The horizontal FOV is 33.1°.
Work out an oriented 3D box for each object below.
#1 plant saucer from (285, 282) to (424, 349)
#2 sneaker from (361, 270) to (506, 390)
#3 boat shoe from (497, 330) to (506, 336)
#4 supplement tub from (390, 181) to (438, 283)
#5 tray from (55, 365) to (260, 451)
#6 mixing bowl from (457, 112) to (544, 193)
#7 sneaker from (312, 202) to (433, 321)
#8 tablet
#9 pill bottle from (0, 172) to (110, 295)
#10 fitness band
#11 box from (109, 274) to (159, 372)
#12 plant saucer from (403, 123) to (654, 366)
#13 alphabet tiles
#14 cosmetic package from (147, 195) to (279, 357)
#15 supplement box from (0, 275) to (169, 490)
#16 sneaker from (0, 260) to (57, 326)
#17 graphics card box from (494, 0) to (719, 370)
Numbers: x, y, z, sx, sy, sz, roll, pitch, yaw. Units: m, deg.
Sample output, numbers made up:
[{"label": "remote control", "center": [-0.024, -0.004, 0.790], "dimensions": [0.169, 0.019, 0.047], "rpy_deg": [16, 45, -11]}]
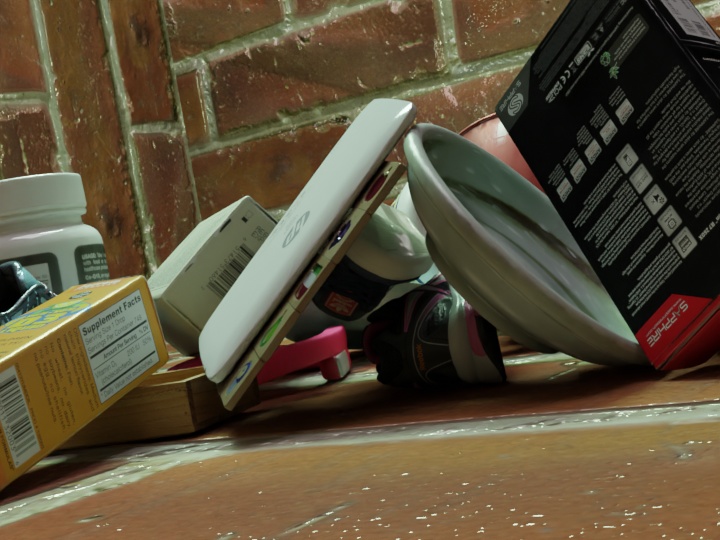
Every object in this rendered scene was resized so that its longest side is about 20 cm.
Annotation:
[{"label": "plant saucer", "center": [-0.007, 0.045, 1.100], "dimensions": [0.200, 0.039, 0.201], "rpy_deg": [1, -13, 0]}, {"label": "sneaker", "center": [0.043, 0.035, 0.808], "dimensions": [0.086, 0.081, 0.200], "rpy_deg": [-11, 0, 4]}, {"label": "boat shoe", "center": [0.168, 0.020, 0.903], "dimensions": [0.199, 0.071, 0.063], "rpy_deg": [1, 42, 16]}, {"label": "supplement tub", "center": [0.088, -0.021, 1.205], "dimensions": [0.145, 0.145, 0.200], "rpy_deg": [-10, -12, -14]}, {"label": "tray", "center": [-0.179, 0.097, 0.824], "dimensions": [0.199, 0.037, 0.099], "rpy_deg": [-9, 1, 21]}, {"label": "mixing bowl", "center": [0.148, -0.024, 0.995], "dimensions": [0.200, 0.200, 0.109], "rpy_deg": [-10, 43, 31]}, {"label": "sneaker", "center": [0.000, 0.000, 0.828], "dimensions": [0.075, 0.085, 0.200], "rpy_deg": [28, 8, -4]}, {"label": "tablet", "center": [-0.038, -0.025, 0.759], "dimensions": [0.200, 0.014, 0.130], "rpy_deg": [-54, 13, 1]}, {"label": "pill bottle", "center": [-0.265, 0.025, 1.017], "dimensions": [0.114, 0.201, 0.114], "rpy_deg": [-10, 1, 0]}, {"label": "fitness band", "center": [-0.081, 0.076, 0.984], "dimensions": [0.143, 0.038, 0.200], "rpy_deg": [-10, 0, 3]}, {"label": "box", "center": [-0.288, 0.074, 1.129], "dimensions": [0.199, 0.110, 0.035], "rpy_deg": [-9, 1, 18]}, {"label": "plant saucer", "center": [0.093, -0.004, 0.716], "dimensions": [0.050, 0.200, 0.200], "rpy_deg": [-50, -14, 18]}, {"label": "alphabet tiles", "center": [-0.043, -0.003, 0.765], "dimensions": [0.167, 0.008, 0.200], "rpy_deg": [-54, 13, 0]}, {"label": "cosmetic package", "center": [-0.117, 0.011, 0.970], "dimensions": [0.104, 0.073, 0.200], "rpy_deg": [-50, 10, -13]}, {"label": "supplement box", "center": [-0.192, 0.065, 0.706], "dimensions": [0.066, 0.069, 0.200], "rpy_deg": [-8, 13, 23]}, {"label": "sneaker", "center": [-0.229, 0.038, 0.879], "dimensions": [0.079, 0.096, 0.200], "rpy_deg": [-9, 1, 30]}, {"label": "graphics card box", "center": [0.161, -0.062, 0.662], "dimensions": [0.051, 0.200, 0.126], "rpy_deg": [-1, -41, -36]}]
